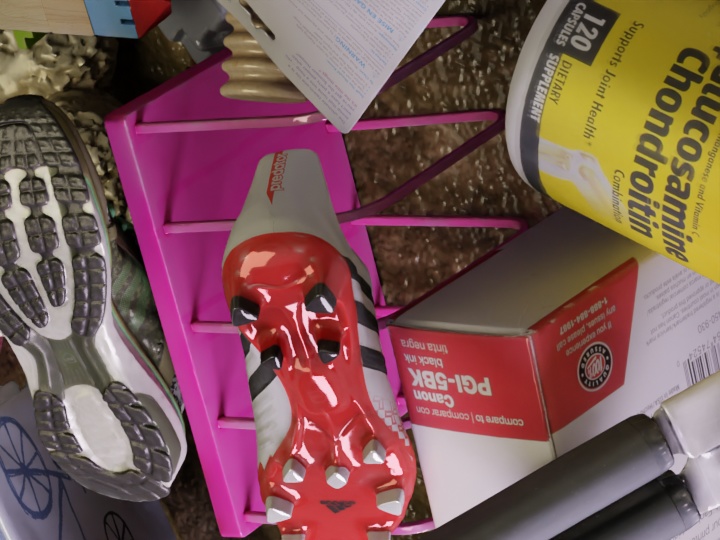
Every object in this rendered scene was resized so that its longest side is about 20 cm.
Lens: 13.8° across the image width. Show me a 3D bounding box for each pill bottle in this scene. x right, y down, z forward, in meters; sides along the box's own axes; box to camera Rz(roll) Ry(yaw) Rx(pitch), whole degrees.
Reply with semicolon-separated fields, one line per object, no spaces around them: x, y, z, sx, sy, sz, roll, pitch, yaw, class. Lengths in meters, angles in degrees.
0.164;-0.045;1.154;0.199;0.112;0.113;28;129;28;pill bottle

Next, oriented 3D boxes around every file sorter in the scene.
0.000;0.000;1.309;0.125;0.139;0.201;0;113;38;file sorter

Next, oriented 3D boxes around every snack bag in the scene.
-0.134;0.138;1.475;0.021;0.200;0.189;-24;94;16;snack bag

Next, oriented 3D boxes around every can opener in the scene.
0.112;0.085;1.150;0.053;0.199;0.066;64;178;-19;can opener

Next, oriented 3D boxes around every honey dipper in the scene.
-0.034;-0.170;1.212;0.038;0.038;0.201;2;89;41;honey dipper

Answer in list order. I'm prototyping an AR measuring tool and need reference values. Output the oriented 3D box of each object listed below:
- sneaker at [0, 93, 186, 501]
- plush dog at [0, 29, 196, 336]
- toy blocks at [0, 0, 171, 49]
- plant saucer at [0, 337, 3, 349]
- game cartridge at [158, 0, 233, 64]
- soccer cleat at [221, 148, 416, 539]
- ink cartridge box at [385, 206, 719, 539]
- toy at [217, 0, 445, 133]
-0.120;0.002;1.311;0.076;0.089;0.201;0;124;21;sneaker
-0.106;-0.018;1.406;0.171;0.161;0.201;-1;117;13;plush dog
-0.127;-0.181;1.296;0.136;0.100;0.201;7;125;34;toy blocks
-0.260;-0.008;1.598;0.200;0.051;0.202;21;125;33;plant saucer
-0.059;-0.201;1.307;0.133;0.041;0.200;53;136;15;game cartridge
-0.016;0.038;1.209;0.068;0.086;0.201;-5;137;9;soccer cleat
0.103;0.087;1.257;0.083;0.147;0.201;4;114;42;ink cartridge box
0.005;-0.154;1.125;0.115;0.047;0.200;46;143;7;toy
